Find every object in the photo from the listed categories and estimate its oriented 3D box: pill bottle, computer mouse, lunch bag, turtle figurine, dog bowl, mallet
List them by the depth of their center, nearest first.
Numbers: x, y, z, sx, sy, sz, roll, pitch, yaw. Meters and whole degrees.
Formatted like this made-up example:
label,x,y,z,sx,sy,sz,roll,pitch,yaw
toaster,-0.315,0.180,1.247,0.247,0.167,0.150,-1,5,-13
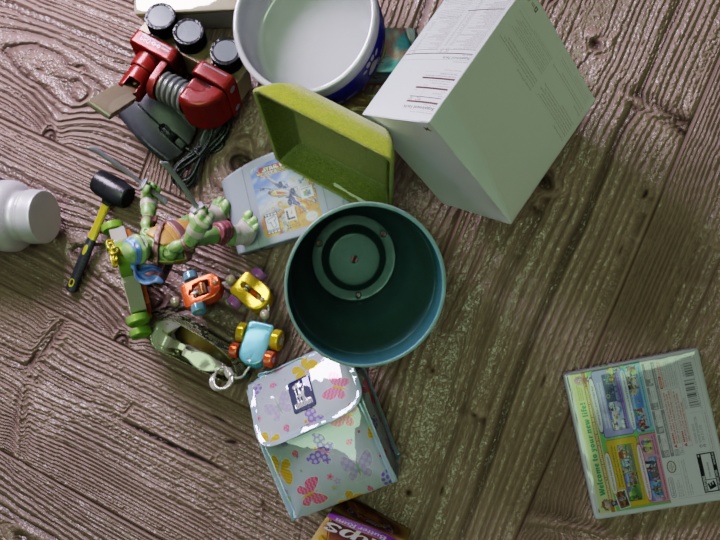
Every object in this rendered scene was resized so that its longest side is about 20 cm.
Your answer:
label,x,y,z,sx,sy,sz,roll,pitch,yaw
dog bowl,-0.067,-0.326,0.917,0.196,0.079,0.205,-1,87,13
turtle figurine,-0.236,-0.088,0.929,0.142,0.193,0.204,-13,90,35
lunch bag,-0.055,0.218,0.954,0.167,0.127,0.203,-21,90,7
computer mouse,-0.307,-0.236,1.048,0.199,0.053,0.139,40,98,9
pill bottle,-0.584,-0.086,1.073,0.196,0.112,0.115,1,90,11
mallet,-0.433,-0.063,1.083,0.065,0.041,0.202,35,100,8

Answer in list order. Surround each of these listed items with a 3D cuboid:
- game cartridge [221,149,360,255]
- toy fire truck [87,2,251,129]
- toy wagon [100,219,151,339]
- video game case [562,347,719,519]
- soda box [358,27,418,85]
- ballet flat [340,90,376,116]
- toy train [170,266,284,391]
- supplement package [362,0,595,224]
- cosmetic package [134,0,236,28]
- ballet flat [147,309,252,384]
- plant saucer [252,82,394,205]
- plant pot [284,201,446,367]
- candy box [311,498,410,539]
label,x,y,z,sx,sy,sz,roll,pitch,yaw
game cartridge,-0.108,-0.112,1.017,0.196,0.042,0.136,-15,91,11
toy fire truck,-0.276,-0.262,0.969,0.174,0.129,0.202,29,74,7
toy wagon,-0.336,0.006,0.982,0.039,0.200,0.158,-15,76,-20
video game case,0.386,0.222,0.924,0.179,0.022,0.204,-13,88,11
soda box,-0.014,-0.309,0.980,0.196,0.068,0.065,4,90,12
ballet flat,0.059,-0.209,0.977,0.198,0.068,0.073,28,76,14
toy train,-0.190,0.078,1.009,0.148,0.056,0.202,-25,64,-1
supplement package,0.149,-0.206,0.848,0.191,0.146,0.201,42,81,-34
cosmetic package,-0.234,-0.428,1.025,0.196,0.073,0.106,1,90,12
ballet flat,-0.257,0.115,1.024,0.197,0.075,0.069,25,98,11
plant saucer,-0.032,-0.162,0.895,0.198,0.200,0.048,28,76,10
plant pot,0.000,0.000,0.903,0.196,0.188,0.204,-1,102,-4
candy box,-0.004,0.377,0.910,0.115,0.200,0.057,26,95,10
